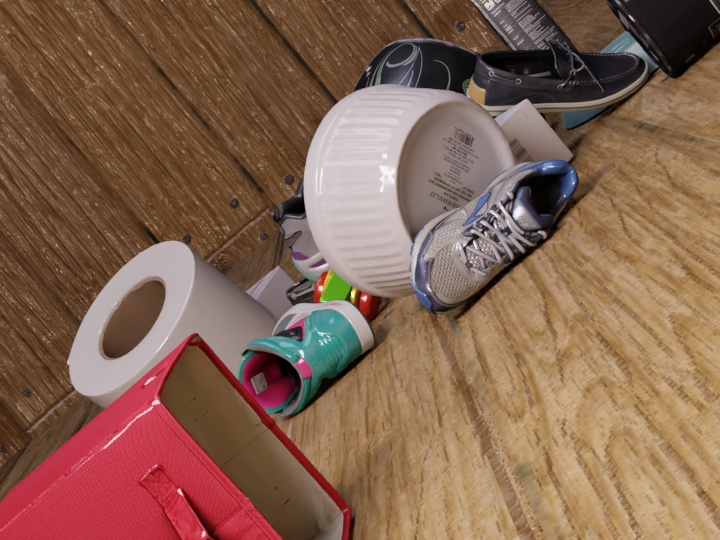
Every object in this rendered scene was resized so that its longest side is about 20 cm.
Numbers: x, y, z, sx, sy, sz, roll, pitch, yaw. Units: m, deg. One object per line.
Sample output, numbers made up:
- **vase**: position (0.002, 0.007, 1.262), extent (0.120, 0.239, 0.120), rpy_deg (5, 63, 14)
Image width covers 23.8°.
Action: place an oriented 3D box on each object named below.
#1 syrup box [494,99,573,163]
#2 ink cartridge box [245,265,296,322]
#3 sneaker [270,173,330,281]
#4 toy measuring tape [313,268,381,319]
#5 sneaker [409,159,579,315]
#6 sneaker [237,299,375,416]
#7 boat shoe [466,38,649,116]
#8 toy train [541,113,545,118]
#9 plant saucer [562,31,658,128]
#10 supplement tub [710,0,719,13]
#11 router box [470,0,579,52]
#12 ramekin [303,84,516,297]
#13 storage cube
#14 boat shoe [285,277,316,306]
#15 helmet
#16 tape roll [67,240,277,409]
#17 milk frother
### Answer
- **syrup box**: position (0.128, -0.100, 1.803), extent (0.081, 0.079, 0.200), rpy_deg (-45, 8, -28)
- **ink cartridge box**: position (-0.159, 0.100, 2.092), extent (0.200, 0.085, 0.146), rpy_deg (-36, 9, 20)
- **sneaker**: position (-0.006, -0.088, 1.905), extent (0.199, 0.140, 0.078), rpy_deg (-33, 34, -4)
- **toy measuring tape**: position (0.000, 0.000, 1.839), extent (0.073, 0.073, 0.201), rpy_deg (-33, 24, 48)
- **sneaker**: position (0.120, -0.039, 1.501), extent (0.200, 0.077, 0.085), rpy_deg (-45, 13, -31)
- **sneaker**: position (-0.074, 0.094, 1.707), extent (0.120, 0.084, 0.200), rpy_deg (-33, 4, -25)
- **boat shoe**: position (0.209, -0.208, 1.796), extent (0.199, 0.063, 0.075), rpy_deg (-7, 37, -9)
- **toy train**: position (0.190, -0.165, 1.969), extent (0.042, 0.056, 0.200), rpy_deg (-43, 7, 18)
- **plant saucer**: position (0.298, -0.237, 1.927), extent (0.200, 0.036, 0.200), rpy_deg (-41, 7, 6)
- **supplement tub**: position (0.382, -0.285, 1.409), extent (0.200, 0.123, 0.123), rpy_deg (-35, 9, 35)
- **router box**: position (0.208, -0.284, 2.080), extent (0.062, 0.150, 0.200), rpy_deg (-40, -4, 8)
- **ramekin**: position (0.055, -0.075, 1.579), extent (0.105, 0.201, 0.200), rpy_deg (0, 37, 50)
- **storage cube**: position (-0.128, 0.175, 1.097), extent (0.180, 0.171, 0.200), rpy_deg (-40, 7, 9)
- **boat shoe**: position (-0.010, 0.000, 1.985), extent (0.200, 0.064, 0.071), rpy_deg (-35, 9, 33)
- **helmet**: position (0.072, -0.160, 2.039), extent (0.200, 0.199, 0.192), rpy_deg (-26, 43, 64)
- **tape roll**: position (-0.208, 0.088, 1.912), extent (0.202, 0.139, 0.203), rpy_deg (-33, 36, 28)
- **milk frother**: position (0.319, -0.330, 1.722), extent (0.188, 0.200, 0.181), rpy_deg (-39, 3, 7)
